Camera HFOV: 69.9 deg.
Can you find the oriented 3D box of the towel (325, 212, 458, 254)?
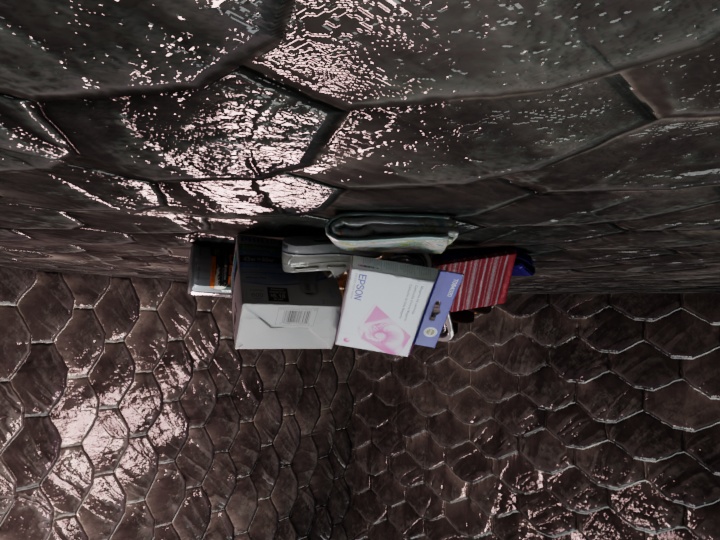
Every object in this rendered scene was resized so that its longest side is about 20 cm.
[{"bbox_3d":[0.047,-0.055,0.833,0.198,0.049,0.171,2,174,1],"label":"towel"}]

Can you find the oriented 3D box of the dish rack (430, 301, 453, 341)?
[{"bbox_3d":[0.090,0.058,1.036,0.198,0.173,0.044,3,-141,30],"label":"dish rack"}]

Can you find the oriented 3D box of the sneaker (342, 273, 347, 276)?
[{"bbox_3d":[-0.025,-0.004,1.296,0.199,0.075,0.088,5,176,-33],"label":"sneaker"}]

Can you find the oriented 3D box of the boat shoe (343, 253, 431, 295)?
[{"bbox_3d":[0.036,0.014,0.959,0.199,0.076,0.060,-30,175,34],"label":"boat shoe"}]

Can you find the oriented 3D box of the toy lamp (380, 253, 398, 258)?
[{"bbox_3d":[0.045,-0.033,1.037,0.058,0.059,0.199,7,173,-44],"label":"toy lamp"}]

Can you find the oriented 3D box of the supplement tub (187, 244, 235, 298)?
[{"bbox_3d":[-0.305,0.004,1.226,0.198,0.124,0.122,3,175,-22],"label":"supplement tub"}]

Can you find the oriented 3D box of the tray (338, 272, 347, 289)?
[{"bbox_3d":[0.000,0.000,1.232,0.198,0.099,0.037,3,-142,-22],"label":"tray"}]

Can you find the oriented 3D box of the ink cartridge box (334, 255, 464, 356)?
[{"bbox_3d":[0.064,0.073,0.922,0.198,0.043,0.197,10,130,-3],"label":"ink cartridge box"}]

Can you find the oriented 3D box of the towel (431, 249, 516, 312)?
[{"bbox_3d":[0.218,0.026,1.056,0.198,0.146,0.023,-8,-139,-8],"label":"towel"}]

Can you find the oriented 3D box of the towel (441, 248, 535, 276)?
[{"bbox_3d":[0.279,-0.022,1.171,0.199,0.050,0.147,-1,167,37],"label":"towel"}]

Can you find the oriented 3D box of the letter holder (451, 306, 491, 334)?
[{"bbox_3d":[0.228,0.080,1.218,0.100,0.144,0.199,-3,167,36],"label":"letter holder"}]

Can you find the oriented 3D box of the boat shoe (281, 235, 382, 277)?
[{"bbox_3d":[-0.051,-0.023,0.955,0.198,0.070,0.071,-3,-156,-28],"label":"boat shoe"}]

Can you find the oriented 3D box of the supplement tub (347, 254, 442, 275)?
[{"bbox_3d":[0.074,0.001,1.126,0.198,0.108,0.107,0,175,23],"label":"supplement tub"}]

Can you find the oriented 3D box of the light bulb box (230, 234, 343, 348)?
[{"bbox_3d":[-0.153,0.042,1.028,0.196,0.201,0.125,3,130,-21],"label":"light bulb box"}]

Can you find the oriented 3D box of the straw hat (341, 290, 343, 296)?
[{"bbox_3d":[-0.108,0.029,1.345,0.200,0.202,0.085,5,144,-34],"label":"straw hat"}]
